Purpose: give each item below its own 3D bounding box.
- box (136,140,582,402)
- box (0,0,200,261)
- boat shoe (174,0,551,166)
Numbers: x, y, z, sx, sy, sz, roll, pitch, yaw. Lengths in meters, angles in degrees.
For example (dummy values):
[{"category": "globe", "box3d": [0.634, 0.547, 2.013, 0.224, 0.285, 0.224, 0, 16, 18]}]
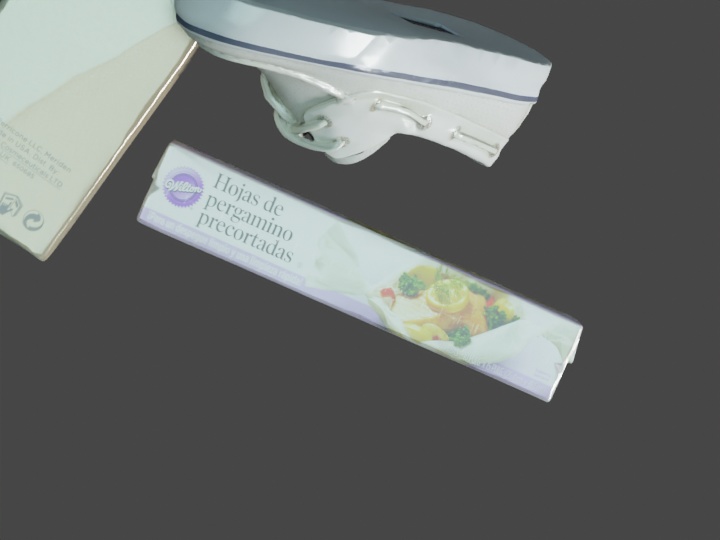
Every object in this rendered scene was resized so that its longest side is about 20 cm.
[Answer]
[{"category": "box", "box3d": [0.000, 0.000, 1.072, 0.200, 0.041, 0.039, 24, 92, -3]}, {"category": "box", "box3d": [-0.106, -0.109, 1.033, 0.078, 0.095, 0.200, 36, 93, -6]}, {"category": "boat shoe", "box3d": [-0.003, -0.077, 1.012, 0.071, 0.200, 0.070, 35, 108, 38]}]
